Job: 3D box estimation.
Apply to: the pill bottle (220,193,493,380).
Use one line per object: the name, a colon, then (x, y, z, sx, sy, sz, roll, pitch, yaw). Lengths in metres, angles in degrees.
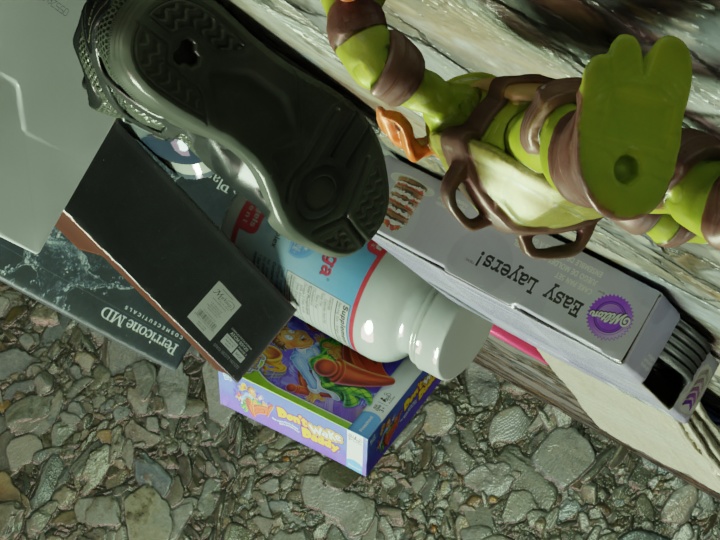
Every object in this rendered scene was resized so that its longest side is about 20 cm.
pill bottle: (0.000, 0.000, 1.161, 0.200, 0.109, 0.109, 28, 177, 25)

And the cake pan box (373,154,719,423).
cake pan box: (0.111, 0.017, 0.934, 0.200, 0.052, 0.184, 29, 179, 29)

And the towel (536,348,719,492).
towel: (0.229, 0.109, 1.271, 0.133, 0.034, 0.200, 51, 167, -30)

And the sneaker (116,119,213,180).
sneaker: (-0.171, -0.137, 1.093, 0.200, 0.070, 0.082, 25, 158, 30)

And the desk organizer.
desk organizer: (-0.146, -0.014, 1.117, 0.200, 0.072, 0.077, 48, 161, -27)

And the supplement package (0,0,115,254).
supplement package: (-0.229, -0.125, 0.822, 0.111, 0.156, 0.200, 28, 177, 35)

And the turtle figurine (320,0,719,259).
turtle figurine: (0.047, -0.040, 0.438, 0.200, 0.065, 0.161, 31, 177, -23)

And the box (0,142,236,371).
box: (-0.197, -0.056, 1.264, 0.196, 0.200, 0.117, 31, 177, -28)

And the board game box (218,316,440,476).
board game box: (0.000, 0.054, 1.217, 0.134, 0.200, 0.045, 24, 138, 21)

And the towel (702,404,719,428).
towel: (0.354, 0.168, 1.355, 0.200, 0.024, 0.145, 30, 178, -3)

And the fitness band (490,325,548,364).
fitness band: (0.091, 0.025, 1.398, 0.200, 0.037, 0.144, 30, 178, 25)

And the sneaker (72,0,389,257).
sneaker: (-0.069, -0.083, 0.801, 0.199, 0.076, 0.114, 36, 176, -39)
